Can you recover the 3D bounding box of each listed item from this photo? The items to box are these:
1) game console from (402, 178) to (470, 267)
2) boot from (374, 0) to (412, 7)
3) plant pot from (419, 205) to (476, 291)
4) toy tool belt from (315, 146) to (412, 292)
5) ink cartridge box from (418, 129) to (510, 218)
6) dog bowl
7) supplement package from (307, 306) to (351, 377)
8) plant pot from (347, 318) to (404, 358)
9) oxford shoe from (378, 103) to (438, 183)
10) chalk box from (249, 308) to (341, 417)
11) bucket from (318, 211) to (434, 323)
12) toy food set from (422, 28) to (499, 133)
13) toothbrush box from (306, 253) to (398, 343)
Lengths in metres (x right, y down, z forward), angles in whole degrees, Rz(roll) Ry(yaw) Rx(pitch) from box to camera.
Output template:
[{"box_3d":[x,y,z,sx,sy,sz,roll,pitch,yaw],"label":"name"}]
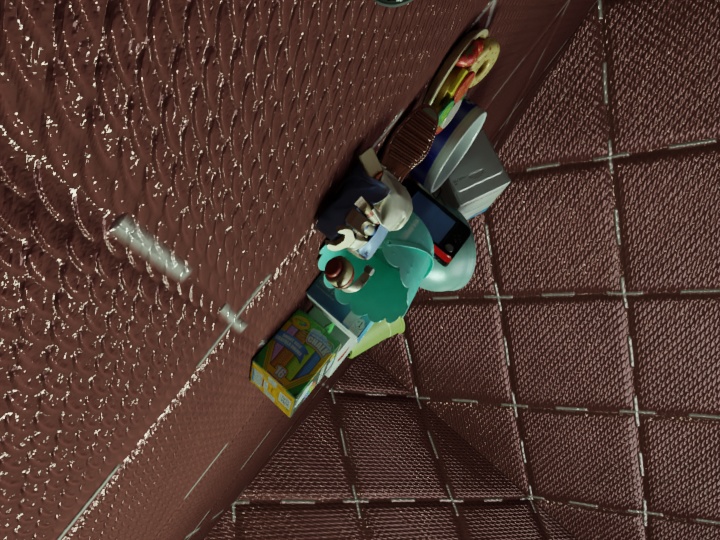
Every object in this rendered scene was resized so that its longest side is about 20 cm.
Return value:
[{"box_3d":[0.140,-0.116,1.198,0.173,0.199,0.119,-46,172,-29],"label":"game console"},{"box_3d":[0.078,-0.311,0.547,0.201,0.070,0.132,-49,177,-3],"label":"boot"},{"box_3d":[0.158,-0.043,1.337,0.131,0.204,0.202,-11,149,-31],"label":"plant pot"},{"box_3d":[-0.015,-0.080,0.874,0.203,0.124,0.122,-56,140,-1],"label":"toy tool belt"},{"box_3d":[0.254,-0.219,1.411,0.143,0.150,0.200,-24,170,-11],"label":"ink cartridge box"},{"box_3d":[0.182,-0.274,1.212,0.202,0.078,0.201,-51,171,-11],"label":"dog bowl"},{"box_3d":[-0.074,0.154,1.388,0.122,0.119,0.201,-47,169,-26],"label":"supplement package"},{"box_3d":[0.006,0.163,1.737,0.188,0.202,0.201,-35,166,-20],"label":"plant pot"},{"box_3d":[0.063,-0.198,0.979,0.203,0.069,0.075,-55,-164,11],"label":"oxford shoe"},{"box_3d":[-0.126,0.178,1.198,0.201,0.123,0.126,-49,170,-32],"label":"chalk box"},{"box_3d":[0.035,-0.020,1.050,0.136,0.205,0.209,-50,172,-35],"label":"bucket"},{"box_3d":[0.177,-0.339,1.025,0.201,0.048,0.200,-57,172,21],"label":"toy food set"},{"box_3d":[0.001,0.024,1.191,0.201,0.145,0.086,-50,172,-13],"label":"toothbrush box"}]
